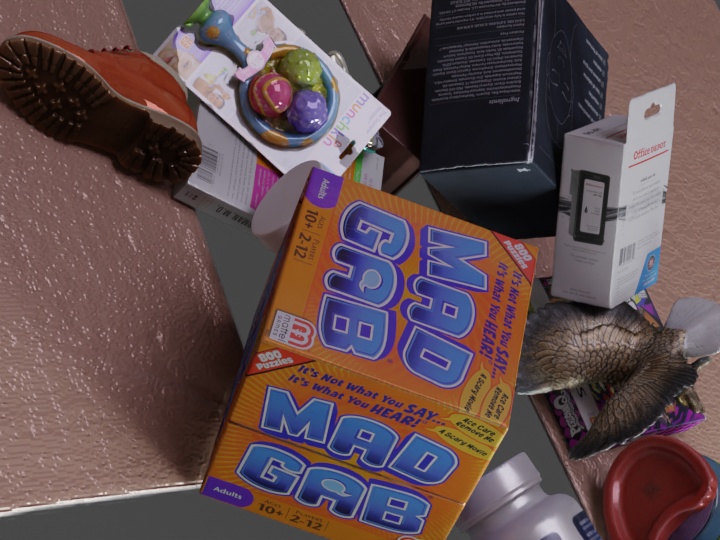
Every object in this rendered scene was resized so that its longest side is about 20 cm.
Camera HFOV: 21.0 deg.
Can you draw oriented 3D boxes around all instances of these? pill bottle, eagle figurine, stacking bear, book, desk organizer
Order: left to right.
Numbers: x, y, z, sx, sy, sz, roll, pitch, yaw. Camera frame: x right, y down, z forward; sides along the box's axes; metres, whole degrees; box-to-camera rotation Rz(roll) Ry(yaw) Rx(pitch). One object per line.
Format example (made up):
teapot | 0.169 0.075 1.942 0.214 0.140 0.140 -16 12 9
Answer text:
book | -0.074 -0.084 1.779 0.199 0.048 0.134 27 48 -27
pill bottle | 0.000 0.000 1.711 0.200 0.112 0.113 44 38 -25
desk organizer | 0.046 -0.164 1.936 0.077 0.072 0.200 40 40 -11
pill bottle | 0.156 0.256 1.602 0.111 0.111 0.201 -22 76 -50
eagle figurine | 0.250 0.102 1.841 0.199 0.151 0.152 4 81 -47
stacking bear | 0.336 0.242 1.889 0.199 0.122 0.114 29 20 -39

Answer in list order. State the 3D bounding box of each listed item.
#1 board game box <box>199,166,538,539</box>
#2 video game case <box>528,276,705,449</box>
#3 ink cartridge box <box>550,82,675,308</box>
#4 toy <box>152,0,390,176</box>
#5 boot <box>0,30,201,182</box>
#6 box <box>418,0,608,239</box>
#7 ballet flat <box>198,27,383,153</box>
board game box | 0.007 0.080 1.565 0.199 0.201 0.201 19 45 -4
video game case | 0.249 0.088 1.971 0.199 0.036 0.182 -5 67 -46
ink cartridge box | 0.241 -0.078 1.849 0.116 0.067 0.202 -23 121 -56
toy | -0.075 -0.171 1.746 0.200 0.047 0.115 40 73 -4
boot | -0.226 -0.161 1.673 0.199 0.075 0.108 30 36 -31
box | 0.154 -0.156 1.900 0.200 0.123 0.198 38 52 -58
ballet flat | -0.054 -0.185 1.809 0.199 0.072 0.072 31 41 0
